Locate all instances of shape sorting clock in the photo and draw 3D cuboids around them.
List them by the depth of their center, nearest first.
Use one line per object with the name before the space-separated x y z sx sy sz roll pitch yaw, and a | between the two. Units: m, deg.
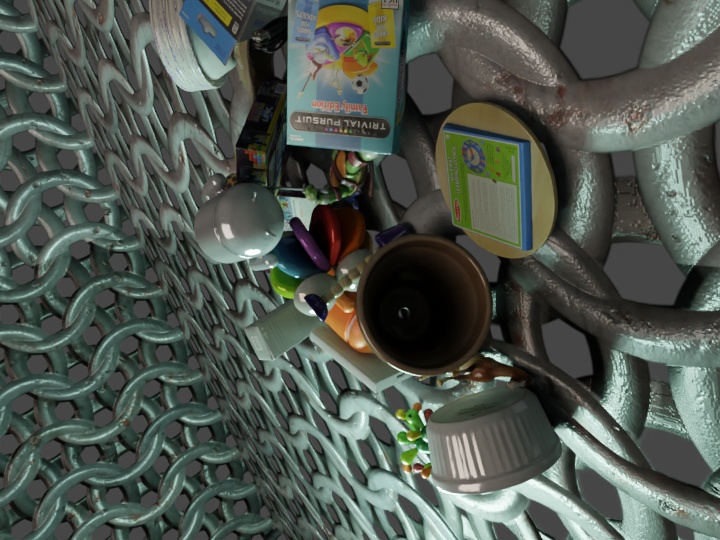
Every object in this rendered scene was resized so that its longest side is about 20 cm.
shape sorting clock | 0.165 -0.110 0.695 0.199 0.039 0.202 40 147 33

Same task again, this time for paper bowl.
paper bowl | -0.283 -0.432 0.994 0.201 0.102 0.205 -5 -90 -81

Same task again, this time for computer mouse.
computer mouse | -0.044 -0.308 0.776 0.200 0.138 0.053 42 147 11

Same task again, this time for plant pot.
plant pot | 0.081 0.061 0.855 0.202 0.198 0.175 57 168 4

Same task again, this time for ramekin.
ramekin | 0.188 0.243 0.825 0.202 0.200 0.096 -24 84 61

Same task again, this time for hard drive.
hard drive | 0.011 0.155 1.082 0.199 0.130 0.027 32 124 40

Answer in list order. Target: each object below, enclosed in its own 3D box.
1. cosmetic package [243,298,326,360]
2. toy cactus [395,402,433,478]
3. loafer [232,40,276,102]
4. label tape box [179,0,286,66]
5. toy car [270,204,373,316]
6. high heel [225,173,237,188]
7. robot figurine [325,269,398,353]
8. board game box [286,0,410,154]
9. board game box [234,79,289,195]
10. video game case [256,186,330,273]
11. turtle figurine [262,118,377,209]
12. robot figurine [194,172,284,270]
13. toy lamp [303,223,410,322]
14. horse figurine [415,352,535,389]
cosmetic package | -0.146 0.110 1.225 0.091 0.198 0.106 64 153 -5
toy cactus | 0.150 0.348 1.103 0.163 0.102 0.203 8 122 32
loafer | -0.190 -0.388 0.972 0.068 0.075 0.201 42 147 18
label tape box | -0.182 -0.437 0.845 0.145 0.063 0.201 48 122 20
toy car | -0.073 -0.038 0.960 0.176 0.198 0.151 53 168 35
high heel | -0.200 -0.121 1.158 0.202 0.141 0.071 58 151 4
robot figurine | -0.006 0.077 1.060 0.199 0.116 0.146 40 143 34
board game box | -0.018 -0.260 0.710 0.148 0.047 0.204 8 109 14
board game box | -0.171 -0.211 0.992 0.056 0.202 0.167 10 139 -2
video game case | -0.141 -0.075 1.124 0.178 0.036 0.203 6 129 14
turtle figurine | -0.051 -0.182 0.852 0.200 0.144 0.194 43 141 -6
robot figurine | -0.194 -0.074 0.885 0.199 0.113 0.171 -6 123 55
toy lamp | 0.000 0.000 0.896 0.058 0.199 0.058 50 175 6
horse figurine | 0.161 0.154 0.880 0.199 0.130 0.051 176 90 -66
